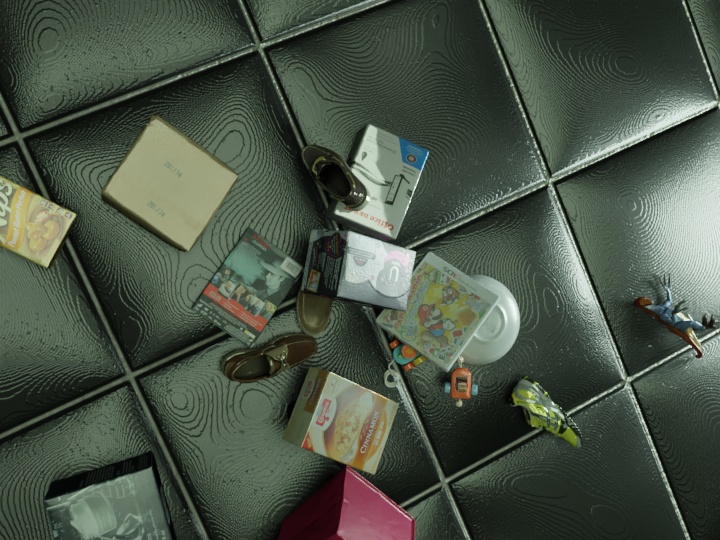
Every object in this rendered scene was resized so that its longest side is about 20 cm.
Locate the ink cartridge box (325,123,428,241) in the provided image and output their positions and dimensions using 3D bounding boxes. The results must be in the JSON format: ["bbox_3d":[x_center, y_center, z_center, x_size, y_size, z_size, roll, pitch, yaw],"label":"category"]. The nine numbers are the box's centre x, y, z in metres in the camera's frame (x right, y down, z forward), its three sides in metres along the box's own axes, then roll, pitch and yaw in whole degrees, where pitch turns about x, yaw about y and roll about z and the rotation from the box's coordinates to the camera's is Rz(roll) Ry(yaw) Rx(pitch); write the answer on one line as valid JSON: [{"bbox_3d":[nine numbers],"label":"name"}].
[{"bbox_3d":[0.034,-0.178,1.629,0.146,0.084,0.201,22,84,-14],"label":"ink cartridge box"}]

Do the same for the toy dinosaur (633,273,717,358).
[{"bbox_3d":[0.720,0.115,1.825,0.181,0.105,0.201,4,102,5],"label":"toy dinosaur"}]

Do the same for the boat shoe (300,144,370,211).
[{"bbox_3d":[-0.060,-0.193,1.559,0.072,0.200,0.059,-48,147,9],"label":"boat shoe"}]

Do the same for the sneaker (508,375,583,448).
[{"bbox_3d":[0.410,0.325,1.750,0.200,0.075,0.076,45,87,-1],"label":"sneaker"}]

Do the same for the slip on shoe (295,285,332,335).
[{"bbox_3d":[-0.083,0.035,1.610,0.076,0.061,0.201,15,86,-15],"label":"slip on shoe"}]

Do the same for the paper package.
[{"bbox_3d":[-0.365,-0.162,1.510,0.200,0.103,0.191,34,83,-14],"label":"paper package"}]

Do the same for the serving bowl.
[{"bbox_3d":[0.261,0.110,1.704,0.199,0.066,0.201,0,91,-16],"label":"serving bowl"}]

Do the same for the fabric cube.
[{"bbox_3d":[-0.031,0.547,1.521,0.196,0.200,0.199,42,111,-13],"label":"fabric cube"}]

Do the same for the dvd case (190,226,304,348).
[{"bbox_3d":[-0.225,0.034,1.592,0.146,0.022,0.200,35,83,-13],"label":"dvd case"}]

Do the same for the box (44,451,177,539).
[{"bbox_3d":[-0.462,0.474,1.479,0.196,0.124,0.201,-15,94,-13],"label":"box"}]

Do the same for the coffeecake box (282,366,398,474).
[{"bbox_3d":[-0.037,0.301,1.577,0.200,0.073,0.154,30,75,-35],"label":"coffeecake box"}]

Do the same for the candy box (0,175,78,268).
[{"bbox_3d":[-0.642,-0.099,1.457,0.200,0.055,0.116,28,83,-14],"label":"candy box"}]

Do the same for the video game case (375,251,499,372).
[{"bbox_3d":[0.161,0.082,1.640,0.182,0.023,0.200,34,70,15],"label":"video game case"}]

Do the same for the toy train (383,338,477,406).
[{"bbox_3d":[0.149,0.203,1.644,0.199,0.056,0.151,7,89,6],"label":"toy train"}]

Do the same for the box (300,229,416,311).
[{"bbox_3d":[0.000,0.000,1.563,0.200,0.115,0.133,15,83,-45],"label":"box"}]

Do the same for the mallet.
[{"bbox_3d":[-0.079,0.352,1.611,0.041,0.066,0.200,-38,101,0],"label":"mallet"}]

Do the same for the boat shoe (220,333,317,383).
[{"bbox_3d":[-0.175,0.182,1.572,0.199,0.072,0.076,-18,110,-17],"label":"boat shoe"}]
